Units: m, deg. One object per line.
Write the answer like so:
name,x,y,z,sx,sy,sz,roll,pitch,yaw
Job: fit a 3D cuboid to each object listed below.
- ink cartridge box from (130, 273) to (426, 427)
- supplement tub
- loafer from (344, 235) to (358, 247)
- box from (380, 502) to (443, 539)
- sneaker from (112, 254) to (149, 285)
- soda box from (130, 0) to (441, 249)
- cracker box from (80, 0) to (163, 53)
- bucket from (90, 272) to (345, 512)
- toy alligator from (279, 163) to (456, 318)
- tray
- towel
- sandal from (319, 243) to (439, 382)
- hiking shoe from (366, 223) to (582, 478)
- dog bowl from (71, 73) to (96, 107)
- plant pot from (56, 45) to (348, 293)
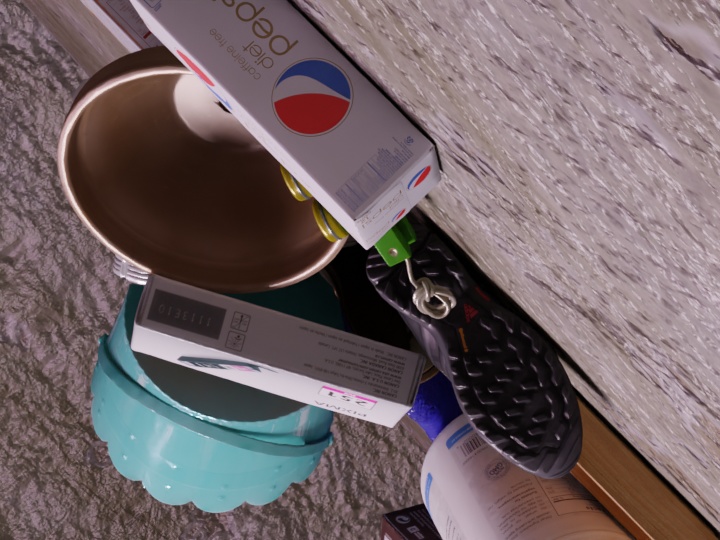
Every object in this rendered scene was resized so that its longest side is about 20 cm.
ink cartridge box,-0.065,0.066,1.487,0.199,0.044,0.174,17,164,-3
supplement tub,0.134,0.203,1.585,0.132,0.132,0.200,50,-173,-36
loafer,-0.077,-0.060,1.486,0.199,0.070,0.070,9,170,-23
box,0.115,0.240,1.749,0.075,0.199,0.100,40,134,47
sneaker,-0.107,-0.062,1.590,0.078,0.200,0.091,16,123,41
soda box,-0.045,-0.108,1.185,0.200,0.064,0.068,46,175,15
cracker box,-0.146,-0.179,1.537,0.200,0.058,0.134,46,177,17
bucket,-0.109,0.077,1.645,0.207,0.207,0.135,45,148,17
toy alligator,0.004,-0.047,1.307,0.200,0.059,0.054,51,-159,-41
tray,0.173,0.138,1.475,0.200,0.037,0.099,46,176,16
towel,0.049,0.063,1.674,0.200,0.049,0.148,48,-160,-42
sandal,0.000,0.000,1.567,0.200,0.082,0.055,48,170,15
hiking shoe,0.088,0.055,1.404,0.200,0.076,0.101,54,-173,16
dog bowl,-0.153,-0.088,1.742,0.200,0.079,0.200,53,-160,-29
plant pot,-0.094,-0.086,1.385,0.201,0.200,0.093,50,-144,-33
